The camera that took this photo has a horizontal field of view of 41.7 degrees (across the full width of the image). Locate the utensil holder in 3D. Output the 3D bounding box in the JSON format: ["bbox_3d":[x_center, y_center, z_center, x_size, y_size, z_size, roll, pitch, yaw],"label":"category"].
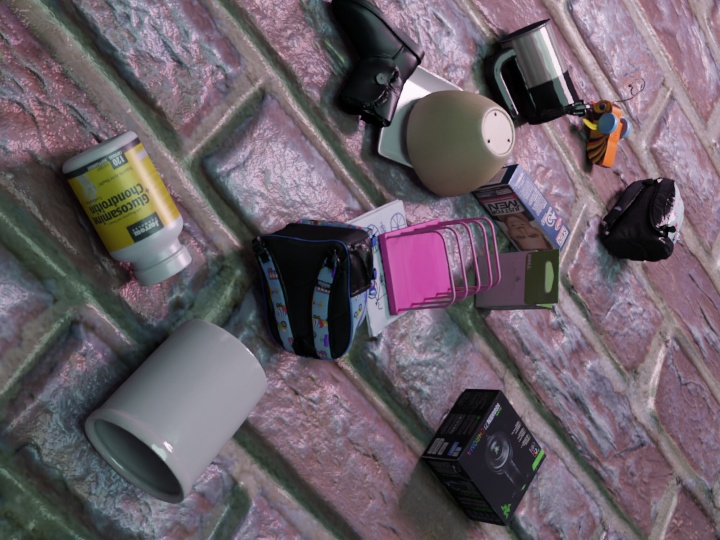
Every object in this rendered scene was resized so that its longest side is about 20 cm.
[{"bbox_3d":[-0.250,0.189,1.307,0.170,0.170,0.200,55,52,-23],"label":"utensil holder"}]

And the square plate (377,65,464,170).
[{"bbox_3d":[0.110,-0.277,1.759,0.198,0.028,0.200,19,73,-39],"label":"square plate"}]

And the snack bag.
[{"bbox_3d":[0.042,-0.007,1.610,0.189,0.021,0.200,-30,110,-54],"label":"snack bag"}]

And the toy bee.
[{"bbox_3d":[0.554,-0.334,2.120,0.131,0.109,0.200,38,87,-41],"label":"toy bee"}]

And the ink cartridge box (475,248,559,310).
[{"bbox_3d":[0.312,0.020,1.790,0.059,0.200,0.104,12,79,-40],"label":"ink cartridge box"}]

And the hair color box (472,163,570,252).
[{"bbox_3d":[0.320,-0.116,1.878,0.200,0.100,0.061,46,59,-28],"label":"hair color box"}]

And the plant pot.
[{"bbox_3d":[0.201,-0.242,1.728,0.200,0.134,0.200,5,82,-40],"label":"plant pot"}]

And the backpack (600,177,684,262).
[{"bbox_3d":[0.655,-0.116,2.151,0.200,0.167,0.127,-61,142,-31],"label":"backpack"}]

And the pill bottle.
[{"bbox_3d":[-0.316,-0.083,1.310,0.112,0.112,0.200,-39,110,-37],"label":"pill bottle"}]

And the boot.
[{"bbox_3d":[0.003,-0.362,1.640,0.200,0.076,0.168,35,72,-21],"label":"boot"}]

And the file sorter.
[{"bbox_3d":[0.144,-0.014,1.632,0.200,0.125,0.139,-18,101,-56],"label":"file sorter"}]

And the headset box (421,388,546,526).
[{"bbox_3d":[0.237,0.351,1.763,0.174,0.093,0.200,-51,118,-32],"label":"headset box"}]

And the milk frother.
[{"bbox_3d":[0.373,-0.393,1.888,0.180,0.200,0.188,-36,109,-33],"label":"milk frother"}]

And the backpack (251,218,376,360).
[{"bbox_3d":[-0.063,0.032,1.483,0.135,0.182,0.200,-30,120,-56],"label":"backpack"}]
